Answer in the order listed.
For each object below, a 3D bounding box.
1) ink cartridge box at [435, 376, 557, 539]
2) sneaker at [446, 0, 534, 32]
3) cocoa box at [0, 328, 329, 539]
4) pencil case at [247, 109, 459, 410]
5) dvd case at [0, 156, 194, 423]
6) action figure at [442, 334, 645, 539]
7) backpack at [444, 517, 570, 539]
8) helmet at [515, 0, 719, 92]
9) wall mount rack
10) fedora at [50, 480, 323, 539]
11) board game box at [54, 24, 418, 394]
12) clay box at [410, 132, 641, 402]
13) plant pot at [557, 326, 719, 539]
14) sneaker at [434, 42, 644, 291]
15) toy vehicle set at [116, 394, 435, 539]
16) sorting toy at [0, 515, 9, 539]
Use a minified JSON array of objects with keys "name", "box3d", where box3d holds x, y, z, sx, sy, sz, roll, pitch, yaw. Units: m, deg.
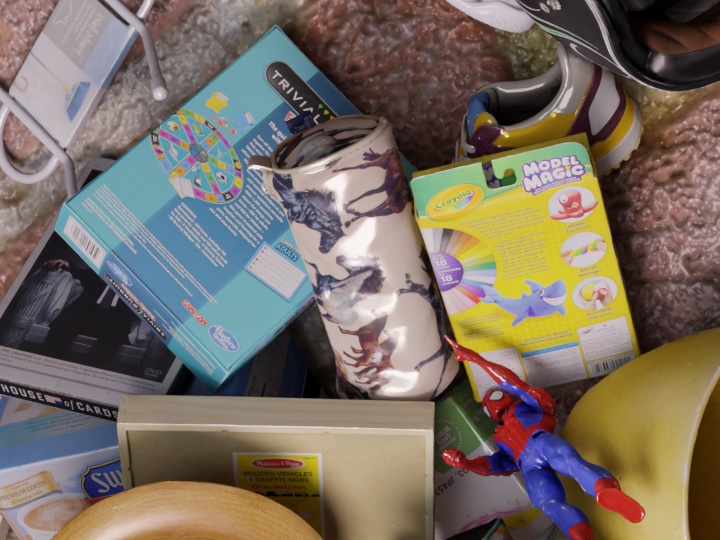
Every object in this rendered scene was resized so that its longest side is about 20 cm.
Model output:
[{"name":"ink cartridge box","box3d":[0.092,0.185,1.581,0.117,0.067,0.200,-40,88,24]},{"name":"sneaker","box3d":[0.067,-0.253,1.474,0.115,0.075,0.200,-42,84,27]},{"name":"cocoa box","box3d":[-0.137,0.118,1.591,0.199,0.134,0.132,-13,128,22]},{"name":"pencil case","box3d":[0.000,0.000,1.461,0.089,0.078,0.201,-10,117,16]},{"name":"dvd case","box3d":[-0.157,0.012,1.564,0.149,0.201,0.025,11,143,22]},{"name":"action figure","box3d":[0.093,0.108,1.427,0.099,0.200,0.066,26,100,-20]},{"name":"backpack","box3d":[0.100,0.259,1.423,0.152,0.176,0.201,-21,90,10]},{"name":"helmet","box3d":[0.160,-0.219,1.385,0.201,0.199,0.191,-56,46,23]},{"name":"wall mount rack","box3d":[-0.197,-0.125,1.591,0.174,0.074,0.201,43,115,22]},{"name":"fedora","box3d":[-0.112,0.200,1.457,0.199,0.082,0.202,-4,113,-10]},{"name":"board game box","box3d":[-0.075,-0.041,1.524,0.151,0.200,0.047,46,154,4]},{"name":"clay box","box3d":[0.104,-0.009,1.472,0.114,0.048,0.201,-12,132,7]},{"name":"plant pot","box3d":[0.208,0.126,1.473,0.141,0.199,0.202,3,106,44]},{"name":"sneaker","box3d":[0.081,-0.070,1.501,0.200,0.075,0.090,-38,124,17]},{"name":"toy vehicle set","box3d":[-0.051,0.136,1.486,0.198,0.027,0.125,1,129,2]},{"name":"sorting toy","box3d":[-0.358,0.206,1.752,0.199,0.070,0.200,23,110,13]}]
